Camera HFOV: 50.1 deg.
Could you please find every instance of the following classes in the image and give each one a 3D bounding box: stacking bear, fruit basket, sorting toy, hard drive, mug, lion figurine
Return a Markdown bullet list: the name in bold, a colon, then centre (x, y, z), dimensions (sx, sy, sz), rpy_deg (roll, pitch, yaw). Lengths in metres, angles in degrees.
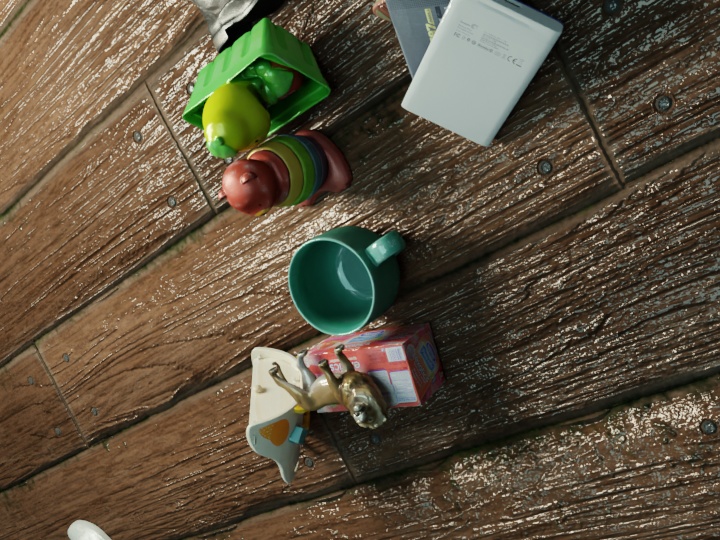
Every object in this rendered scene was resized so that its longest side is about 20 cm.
- **stacking bear**: centre (-0.123, -0.137, 1.131), dimensions (0.121, 0.200, 0.114), rpy_deg (-18, 97, 35)
- **fruit basket**: centre (-0.160, -0.237, 1.123), dimensions (0.215, 0.155, 0.217), rpy_deg (-17, 64, 39)
- **sorting toy**: centre (-0.128, 0.258, 1.311), dimensions (0.106, 0.200, 0.181), rpy_deg (-5, 122, -2)
- **hard drive**: centre (0.145, -0.253, 0.961), dimensions (0.131, 0.025, 0.200), rpy_deg (24, 144, -4)
- **mug**: centre (-0.003, 0.010, 1.160), dimensions (0.184, 0.114, 0.153), rpy_deg (3, 107, 31)
- **lion figurine**: centre (-0.049, 0.181, 1.168), dimensions (0.199, 0.072, 0.123), rpy_deg (-8, 116, 48)

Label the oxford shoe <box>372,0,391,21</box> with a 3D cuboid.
- **oxford shoe**: centre (0.099, -0.387, 1.004), dimensions (0.199, 0.071, 0.074), rpy_deg (-13, 70, 38)

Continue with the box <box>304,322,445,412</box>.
- **box**: centre (0.019, 0.154, 1.207), dimensions (0.199, 0.095, 0.103), rpy_deg (-12, 100, 35)

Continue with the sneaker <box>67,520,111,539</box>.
- **sneaker**: centre (-0.635, 0.662, 1.779), dimensions (0.199, 0.115, 0.074), rpy_deg (23, 119, 26)

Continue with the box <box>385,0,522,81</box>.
- **box**: centre (0.115, -0.328, 0.948), dimensions (0.157, 0.051, 0.201), rpy_deg (3, 140, 28)

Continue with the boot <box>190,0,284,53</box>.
- **boot**: centre (-0.209, -0.447, 1.162), dimensions (0.200, 0.069, 0.175), rpy_deg (-31, 89, 38)
